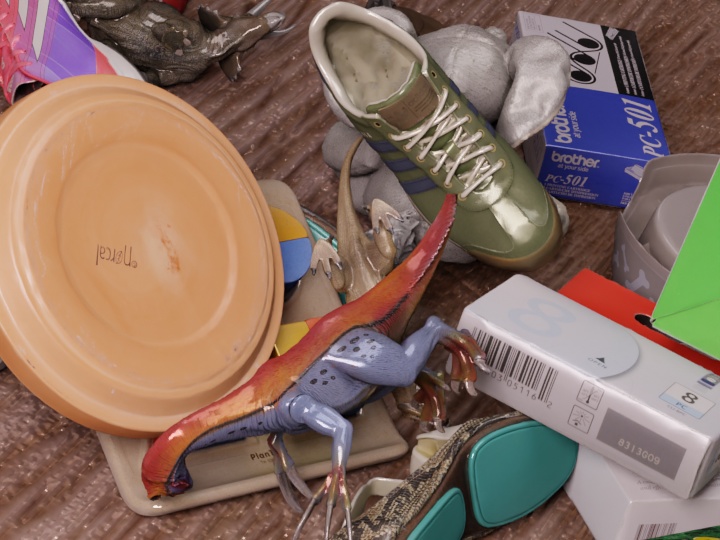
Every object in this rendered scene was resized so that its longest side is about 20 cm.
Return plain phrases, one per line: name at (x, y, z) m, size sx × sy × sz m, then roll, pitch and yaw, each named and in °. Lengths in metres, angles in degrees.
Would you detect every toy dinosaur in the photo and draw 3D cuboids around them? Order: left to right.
toy dinosaur at (-0.155, -0.166, 1.724) m, size 0.200 × 0.077 × 0.102 m, roll 15°, pitch 20°, yaw 7°
toy dinosaur at (-0.033, 0.063, 1.328) m, size 0.181 × 0.105 × 0.200 m, roll 2°, pitch 72°, yaw -25°
toy dinosaur at (0.000, 0.000, 1.439) m, size 0.058 × 0.101 × 0.200 m, roll -15°, pitch 69°, yaw -3°

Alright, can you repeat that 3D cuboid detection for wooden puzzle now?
wooden puzzle at (-0.079, 0.032, 1.403) m, size 0.185 × 0.046 × 0.200 m, roll -10°, pitch 63°, yaw -35°

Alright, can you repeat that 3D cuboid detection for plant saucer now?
plant saucer at (-0.121, -0.011, 1.327) m, size 0.200 × 0.032 × 0.201 m, roll 15°, pitch 65°, yaw -35°

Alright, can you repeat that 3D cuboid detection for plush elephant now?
plush elephant at (0.058, -0.093, 1.572) m, size 0.165 × 0.155 × 0.200 m, roll 21°, pitch 16°, yaw 10°

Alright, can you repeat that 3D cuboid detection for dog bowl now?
dog bowl at (0.258, 0.000, 1.646) m, size 0.200 × 0.059 × 0.200 m, roll 11°, pitch 32°, yaw -7°

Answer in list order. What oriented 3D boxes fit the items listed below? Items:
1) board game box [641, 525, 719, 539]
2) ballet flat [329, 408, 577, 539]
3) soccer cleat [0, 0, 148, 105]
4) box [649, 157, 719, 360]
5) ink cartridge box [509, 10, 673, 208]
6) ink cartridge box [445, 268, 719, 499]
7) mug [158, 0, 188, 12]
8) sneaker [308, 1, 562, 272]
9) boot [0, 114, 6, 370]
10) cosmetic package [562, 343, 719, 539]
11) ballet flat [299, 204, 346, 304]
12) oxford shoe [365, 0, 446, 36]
board game box at (0.195, 0.159, 1.295) m, size 0.105 × 0.023 × 0.200 m, roll 7°, pitch 5°, yaw 37°
ballet flat at (0.041, 0.123, 1.365) m, size 0.075 × 0.068 × 0.200 m, roll 10°, pitch 27°, yaw 33°
soccer cleat at (-0.217, -0.141, 1.650) m, size 0.073 × 0.068 × 0.200 m, roll -22°, pitch 49°, yaw -34°
box at (0.273, -0.054, 1.472) m, size 0.097 × 0.200 × 0.176 m, roll 29°, pitch 24°, yaw 18°
ink cartridge box at (0.163, -0.117, 1.796) m, size 0.094 × 0.044 × 0.200 m, roll 8°, pitch 33°, yaw -9°
ink cartridge box at (0.164, 0.046, 1.443) m, size 0.160 × 0.047 × 0.200 m, roll 27°, pitch 29°, yaw 19°
mug at (-0.145, -0.275, 1.757) m, size 0.133 × 0.200 × 0.178 m, roll -15°, pitch 44°, yaw -40°
sneaker at (0.036, -0.082, 1.454) m, size 0.200 × 0.067 × 0.090 m, roll 49°, pitch 2°, yaw 19°
boot at (-0.278, -0.017, 1.344) m, size 0.203 × 0.154 × 0.074 m, roll 1°, pitch 35°, yaw -21°
cosmetic package at (0.211, 0.105, 1.473) m, size 0.200 × 0.052 × 0.151 m, roll 0°, pitch 33°, yaw -24°
ballet flat at (-0.076, -0.026, 1.530) m, size 0.200 × 0.068 × 0.068 m, roll 24°, pitch 15°, yaw 2°
oxford shoe at (0.036, -0.149, 1.737) m, size 0.084 × 0.073 × 0.200 m, roll 21°, pitch 18°, yaw -3°
